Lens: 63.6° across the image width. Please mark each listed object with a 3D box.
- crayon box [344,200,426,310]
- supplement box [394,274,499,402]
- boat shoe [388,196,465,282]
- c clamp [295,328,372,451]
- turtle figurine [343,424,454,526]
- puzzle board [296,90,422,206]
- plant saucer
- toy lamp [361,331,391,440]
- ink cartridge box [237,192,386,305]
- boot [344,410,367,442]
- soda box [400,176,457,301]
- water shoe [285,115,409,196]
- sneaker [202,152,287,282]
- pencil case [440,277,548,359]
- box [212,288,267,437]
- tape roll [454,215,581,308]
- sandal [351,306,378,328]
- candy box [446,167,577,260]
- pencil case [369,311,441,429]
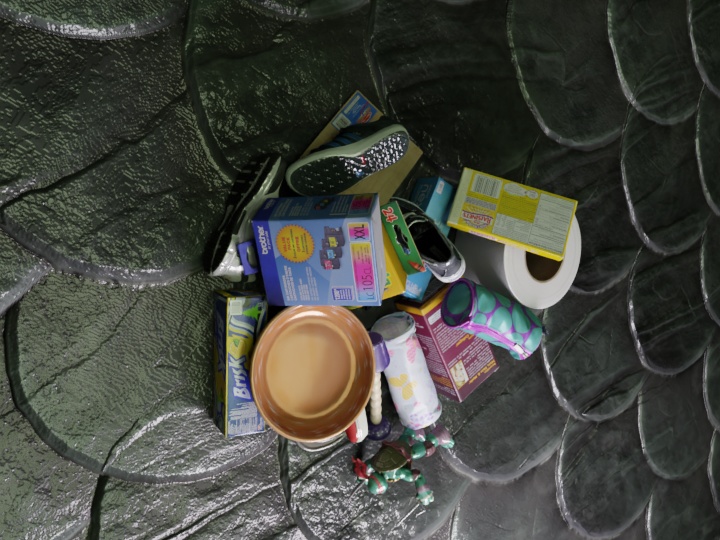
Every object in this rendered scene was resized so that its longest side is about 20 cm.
[{"bbox_3d":[-0.014,-0.011,0.876,0.196,0.051,0.129,-19,114,20],"label":"crayon box"},{"bbox_3d":[0.158,0.118,1.052,0.109,0.085,0.203,-34,112,-24],"label":"supplement box"},{"bbox_3d":[0.086,-0.062,0.922,0.072,0.201,0.068,-41,145,3],"label":"boat shoe"},{"bbox_3d":[-0.041,0.200,0.976,0.168,0.027,0.205,1,95,-31],"label":"c clamp"},{"bbox_3d":[0.066,0.335,0.988,0.199,0.148,0.103,-34,129,-38],"label":"turtle figurine"},{"bbox_3d":[-0.005,-0.169,0.922,0.150,0.017,0.201,40,65,-9],"label":"puzzle board"},{"bbox_3d":[-0.071,0.145,0.853,0.196,0.037,0.206,1,87,-26],"label":"plant saucer"},{"bbox_3d":[0.023,0.192,0.958,0.057,0.058,0.204,-22,124,-27],"label":"toy lamp"},{"bbox_3d":[-0.068,-0.026,0.806,0.077,0.195,0.139,-68,155,-58],"label":"ink cartridge box"},{"bbox_3d":[-0.078,0.198,0.911,0.142,0.072,0.204,-25,97,-22],"label":"boot"},{"bbox_3d":[0.102,-0.056,1.006,0.063,0.067,0.204,27,82,-29],"label":"soda box"},{"bbox_3d":[-0.023,-0.172,0.877,0.196,0.079,0.073,-21,132,-10],"label":"water shoe"},{"bbox_3d":[-0.157,-0.076,0.855,0.079,0.073,0.203,29,86,-42],"label":"sneaker"},{"bbox_3d":[0.226,0.086,0.989,0.197,0.085,0.094,24,40,-32],"label":"pencil case"},{"bbox_3d":[-0.179,0.133,0.858,0.063,0.070,0.205,-1,97,-31],"label":"box"},{"bbox_3d":[0.293,-0.040,1.083,0.199,0.138,0.208,-5,100,-30],"label":"tape roll"},{"bbox_3d":[-0.001,0.000,0.965,0.075,0.043,0.205,-8,100,-30],"label":"sandal"},{"bbox_3d":[0.251,-0.095,0.968,0.196,0.026,0.104,19,80,8],"label":"candy box"},{"bbox_3d":[0.080,0.173,1.009,0.081,0.091,0.204,-12,111,17],"label":"pencil case"}]
